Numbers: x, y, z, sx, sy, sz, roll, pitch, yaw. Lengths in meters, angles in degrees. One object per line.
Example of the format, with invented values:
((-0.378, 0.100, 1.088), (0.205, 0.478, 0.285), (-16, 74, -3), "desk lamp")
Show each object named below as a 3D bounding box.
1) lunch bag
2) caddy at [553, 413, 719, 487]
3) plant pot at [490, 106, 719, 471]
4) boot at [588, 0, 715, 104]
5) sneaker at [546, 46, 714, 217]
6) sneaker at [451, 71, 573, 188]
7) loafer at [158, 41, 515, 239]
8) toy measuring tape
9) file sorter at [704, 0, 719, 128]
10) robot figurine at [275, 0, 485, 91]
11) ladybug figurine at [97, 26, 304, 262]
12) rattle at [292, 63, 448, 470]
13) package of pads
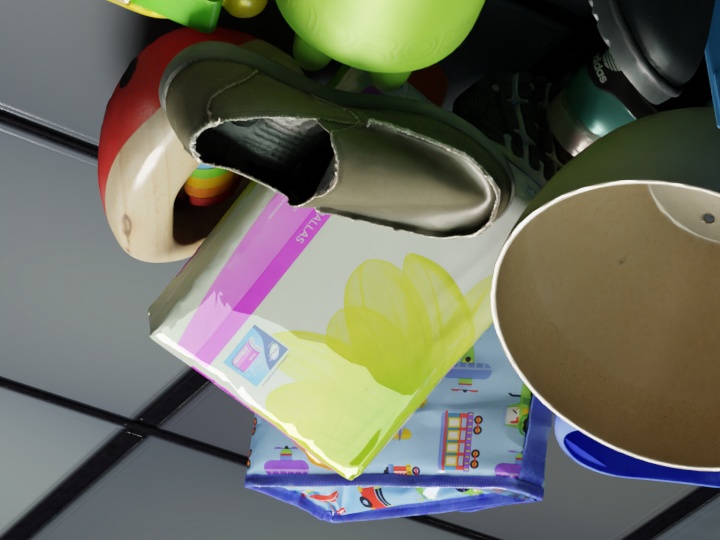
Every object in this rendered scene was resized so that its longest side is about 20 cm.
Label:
((0.040, 0.066, 1.673), (0.199, 0.151, 0.094), (-6, 157, 37), "lunch bag")
((0.223, 0.083, 1.801), (0.199, 0.105, 0.142), (7, 143, -13), "caddy")
((0.184, -0.011, 1.480), (0.199, 0.135, 0.201), (13, 134, 13), "plant pot")
((0.189, -0.196, 1.329), (0.168, 0.201, 0.076), (-20, 148, 28), "boot")
((0.209, -0.083, 1.597), (0.199, 0.072, 0.080), (13, 136, -31), "sneaker")
((0.109, -0.043, 1.642), (0.090, 0.079, 0.200), (-21, 141, 29), "sneaker")
((-0.013, -0.054, 1.444), (0.199, 0.070, 0.075), (16, 127, -14), "loafer")
((-0.138, -0.185, 1.455), (0.199, 0.074, 0.074), (23, 143, 3), "toy measuring tape")
((0.255, -0.154, 1.391), (0.138, 0.201, 0.123), (-25, 142, 28), "file sorter")
((0.020, -0.182, 1.404), (0.175, 0.116, 0.200), (15, 142, -5), "robot figurine")
((-0.095, -0.077, 1.554), (0.136, 0.072, 0.200), (-35, 163, -20), "ladybug figurine")
((0.001, -0.005, 1.597), (0.200, 0.143, 0.130), (-38, 142, 20), "rattle")
((0.000, 0.000, 1.545), (0.154, 0.068, 0.200), (37, 100, -14), "package of pads")
